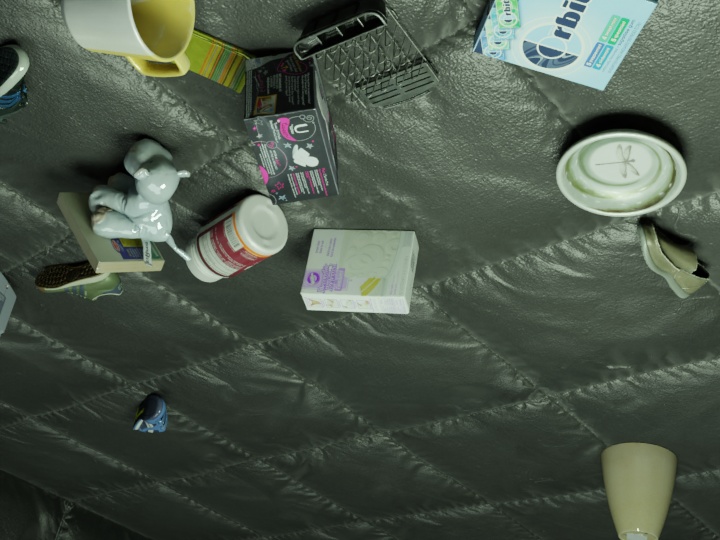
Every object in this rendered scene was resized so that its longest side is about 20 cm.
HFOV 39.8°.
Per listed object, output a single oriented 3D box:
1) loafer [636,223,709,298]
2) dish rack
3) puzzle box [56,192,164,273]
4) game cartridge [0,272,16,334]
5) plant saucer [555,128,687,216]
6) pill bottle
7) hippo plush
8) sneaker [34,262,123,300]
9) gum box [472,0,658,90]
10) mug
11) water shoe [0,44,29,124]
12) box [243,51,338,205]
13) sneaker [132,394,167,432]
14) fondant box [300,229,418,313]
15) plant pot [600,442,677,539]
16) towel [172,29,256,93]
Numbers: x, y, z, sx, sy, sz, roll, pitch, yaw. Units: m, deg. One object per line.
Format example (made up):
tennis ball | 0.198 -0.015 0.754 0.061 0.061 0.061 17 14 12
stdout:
loafer | 0.538 -0.027 1.707 0.069 0.076 0.199 -28 137 29
dish rack | 0.016 -0.303 1.453 0.151 0.055 0.200 -12 140 33
puzzle box | -0.451 -0.070 1.788 0.132 0.201 0.026 -1 131 -41
game cartridge | -0.828 0.043 2.157 0.040 0.135 0.201 -2 144 20
plant saucer | 0.405 -0.163 1.549 0.196 0.051 0.201 8 146 5
pill bottle | -0.235 -0.054 1.850 0.113 0.116 0.199 32 142 -30
hippo plush | -0.385 -0.132 1.722 0.157 0.202 0.162 -9 146 -28
sneaker | -0.598 0.034 2.133 0.197 0.068 0.090 -9 137 23
gum box | 0.270 -0.338 1.332 0.197 0.045 0.171 16 147 -5
mug | -0.333 -0.351 1.399 0.151 0.149 0.190 4 116 26
water shoe | -0.580 -0.306 1.637 0.078 0.073 0.199 3 159 -45
box | -0.103 -0.219 1.534 0.113 0.134 0.201 -7 145 5
sneaker | -0.546 0.386 2.651 0.081 0.075 0.200 21 153 -19
fondant box | 0.000 0.000 1.831 0.196 0.146 0.059 1 147 15
plant pot | 0.673 0.550 2.406 0.184 0.203 0.188 8 148 5
towel | -0.262 -0.335 1.523 0.197 0.018 0.086 21 145 -14
